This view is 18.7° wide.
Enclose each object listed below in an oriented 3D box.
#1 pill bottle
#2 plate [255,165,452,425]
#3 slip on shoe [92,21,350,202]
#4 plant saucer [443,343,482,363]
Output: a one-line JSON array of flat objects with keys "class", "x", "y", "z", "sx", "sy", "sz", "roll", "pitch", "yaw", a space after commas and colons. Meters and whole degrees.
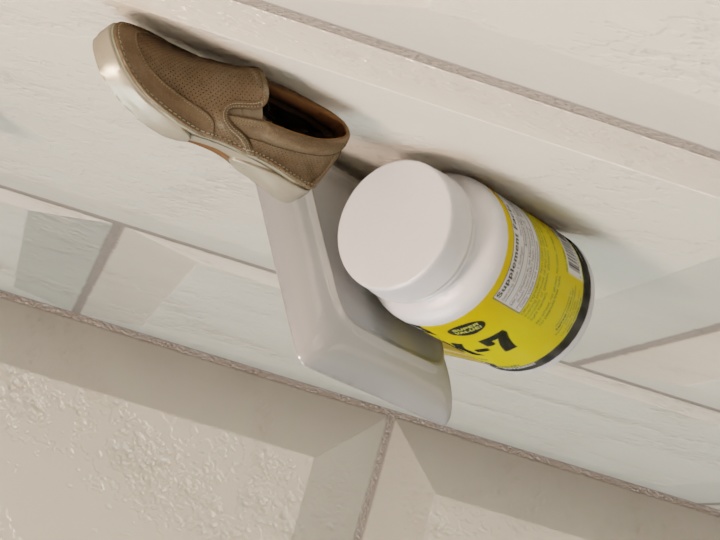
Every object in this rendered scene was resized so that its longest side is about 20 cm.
[{"class": "pill bottle", "x": 0.076, "y": -0.003, "z": 1.580, "sx": 0.114, "sy": 0.115, "sz": 0.200, "roll": 9, "pitch": 168, "yaw": 37}, {"class": "plate", "x": 0.000, "y": 0.000, "z": 1.603, "sx": 0.032, "sy": 0.201, "sz": 0.200, "roll": -28, "pitch": 149, "yaw": 23}, {"class": "slip on shoe", "x": -0.086, "y": -0.110, "z": 1.408, "sx": 0.060, "sy": 0.076, "sz": 0.200, "roll": -35, "pitch": 134, "yaw": 24}, {"class": "plant saucer", "x": 0.083, "y": 0.047, "z": 2.084, "sx": 0.199, "sy": 0.049, "sz": 0.200, "roll": 12, "pitch": 170, "yaw": 23}]
